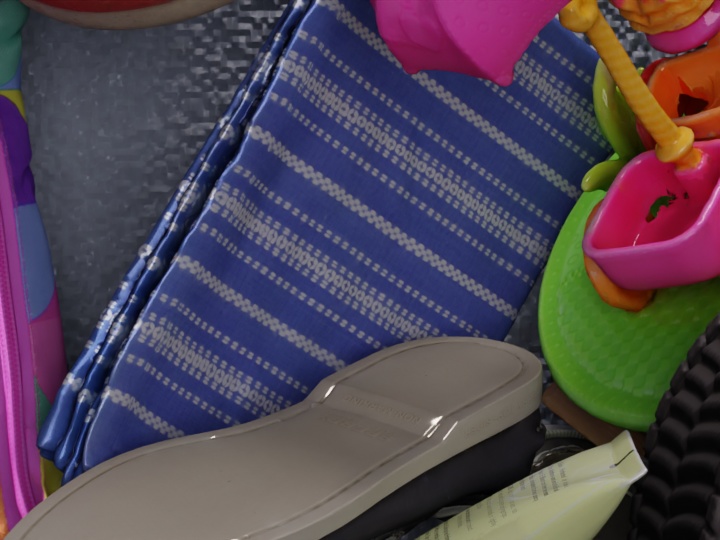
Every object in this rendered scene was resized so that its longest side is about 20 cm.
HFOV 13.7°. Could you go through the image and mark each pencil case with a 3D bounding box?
[{"bbox_3d":[-0.124,0.014,0.888,0.088,0.088,0.200,-10,91,-7],"label":"pencil case"}]

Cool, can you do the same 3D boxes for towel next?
[{"bbox_3d":[0.000,0.000,0.896,0.145,0.024,0.200,34,84,-43],"label":"towel"}]

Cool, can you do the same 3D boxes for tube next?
[{"bbox_3d":[-0.002,0.110,0.821,0.200,0.058,0.052,-39,134,3],"label":"tube"}]

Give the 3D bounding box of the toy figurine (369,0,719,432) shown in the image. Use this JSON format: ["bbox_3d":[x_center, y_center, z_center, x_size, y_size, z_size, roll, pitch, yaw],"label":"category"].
[{"bbox_3d":[0.076,-0.087,0.849,0.184,0.150,0.200,48,51,-33],"label":"toy figurine"}]

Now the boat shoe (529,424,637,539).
[{"bbox_3d":[0.103,0.138,0.927,0.072,0.060,0.202,-29,93,-7],"label":"boat shoe"}]

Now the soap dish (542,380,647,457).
[{"bbox_3d":[0.173,0.037,0.881,0.157,0.200,0.081,-46,136,-7],"label":"soap dish"}]

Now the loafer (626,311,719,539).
[{"bbox_3d":[0.109,0.099,0.797,0.071,0.073,0.200,11,93,-12],"label":"loafer"}]

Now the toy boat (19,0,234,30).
[{"bbox_3d":[-0.084,-0.169,0.849,0.130,0.131,0.200,-34,72,-5],"label":"toy boat"}]

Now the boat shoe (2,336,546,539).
[{"bbox_3d":[-0.020,0.077,0.847,0.200,0.073,0.063,-23,121,-42],"label":"boat shoe"}]
